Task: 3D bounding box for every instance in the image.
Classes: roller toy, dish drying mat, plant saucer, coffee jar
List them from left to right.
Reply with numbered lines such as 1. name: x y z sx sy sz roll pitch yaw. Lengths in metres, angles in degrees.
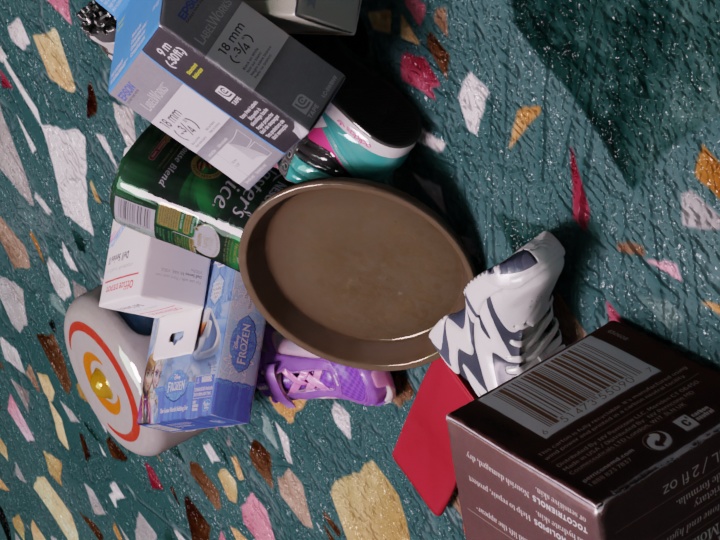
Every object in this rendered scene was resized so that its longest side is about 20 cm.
1. roller toy: -0.217 0.092 2.109 0.183 0.140 0.200 65 154 -3
2. coffee jar: -0.106 -0.052 1.750 0.200 0.104 0.085 24 140 11
3. plant saucer: 0.000 0.000 1.653 0.200 0.029 0.200 10 132 11
4. dish drying mat: 0.071 0.140 1.777 0.077 0.018 0.200 53 153 21

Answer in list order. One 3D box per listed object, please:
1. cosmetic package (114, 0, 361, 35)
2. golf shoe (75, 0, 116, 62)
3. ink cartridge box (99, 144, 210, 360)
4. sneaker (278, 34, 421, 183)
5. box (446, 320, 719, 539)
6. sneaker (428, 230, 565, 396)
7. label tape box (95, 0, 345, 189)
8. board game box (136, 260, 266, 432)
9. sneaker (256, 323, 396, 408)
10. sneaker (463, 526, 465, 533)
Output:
1. cosmetic package: -0.090 -0.237 1.560 0.200 0.071 0.105 10 89 41
2. golf shoe: -0.201 -0.215 1.851 0.095 0.078 0.200 53 -179 -14
3. ink cartridge box: -0.189 -0.021 1.923 0.117 0.067 0.200 -14 66 63
4. sneaker: -0.042 -0.136 1.649 0.200 0.084 0.121 47 143 16
5. box: 0.183 0.175 1.442 0.164 0.166 0.200 28 138 48
6. sneaker: 0.131 0.059 1.531 0.130 0.079 0.199 53 148 8
7. label tape box: -0.128 -0.159 1.530 0.200 0.063 0.144 35 155 -9
8. board game box: -0.144 0.048 1.927 0.200 0.043 0.199 -15 63 63
9. sneaker: -0.046 0.091 1.864 0.200 0.088 0.081 14 125 55
10. sneaker: 0.110 0.183 1.684 0.073 0.077 0.200 50 153 20
